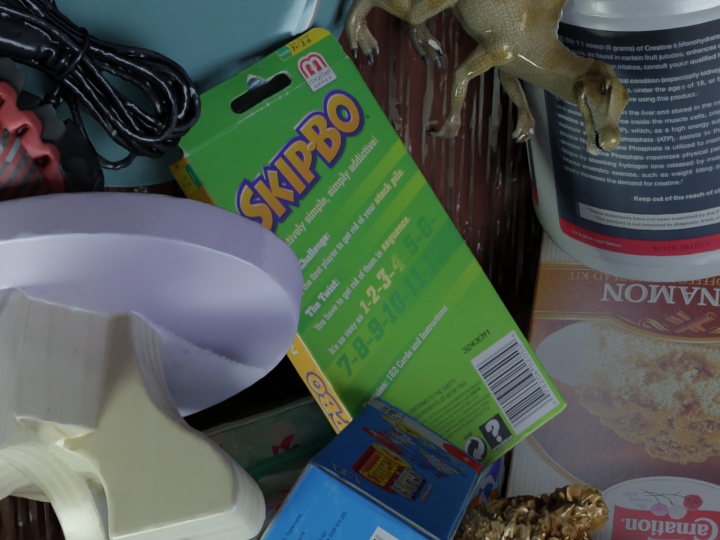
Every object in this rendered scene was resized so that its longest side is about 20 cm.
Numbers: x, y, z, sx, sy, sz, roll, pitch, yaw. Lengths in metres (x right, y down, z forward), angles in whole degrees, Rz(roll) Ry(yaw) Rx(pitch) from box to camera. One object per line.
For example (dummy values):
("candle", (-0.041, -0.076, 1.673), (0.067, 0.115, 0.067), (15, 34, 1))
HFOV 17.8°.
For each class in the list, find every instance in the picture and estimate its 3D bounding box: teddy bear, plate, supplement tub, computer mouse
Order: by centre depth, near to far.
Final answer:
("computer mouse", (-0.165, -0.021, 0.917), (0.138, 0.053, 0.200), (32, 101, -28))
("plate", (-0.077, -0.123, 0.964), (0.200, 0.026, 0.201), (-17, 124, -27))
("teddy bear", (0.075, 0.172, 0.988), (0.145, 0.067, 0.200), (-2, 142, -18))
("supplement tub", (0.139, -0.109, 1.052), (0.140, 0.140, 0.200), (-26, 128, -22))

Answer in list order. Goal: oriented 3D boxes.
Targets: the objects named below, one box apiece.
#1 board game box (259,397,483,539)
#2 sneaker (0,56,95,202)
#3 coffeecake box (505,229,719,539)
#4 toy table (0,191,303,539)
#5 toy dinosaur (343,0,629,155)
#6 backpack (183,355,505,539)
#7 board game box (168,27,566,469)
("board game box", (-0.034, 0.154, 0.868), (0.200, 0.056, 0.196), (-58, 176, 6))
("sneaker", (-0.187, -0.060, 0.831), (0.200, 0.071, 0.098), (43, 62, -11))
("coffeecake box", (0.153, 0.073, 1.085), (0.073, 0.153, 0.200), (79, 17, -52))
("toy table", (-0.116, 0.060, 0.828), (0.200, 0.117, 0.184), (-24, 136, 34))
("toy dinosaur", (0.044, -0.126, 0.999), (0.101, 0.200, 0.058), (-40, 175, 37))
("backpack", (-0.025, 0.129, 1.069), (0.177, 0.151, 0.200), (-18, 129, -29))
("board game box", (0.000, 0.000, 0.989), (0.095, 0.030, 0.200), (-33, 95, -29))
